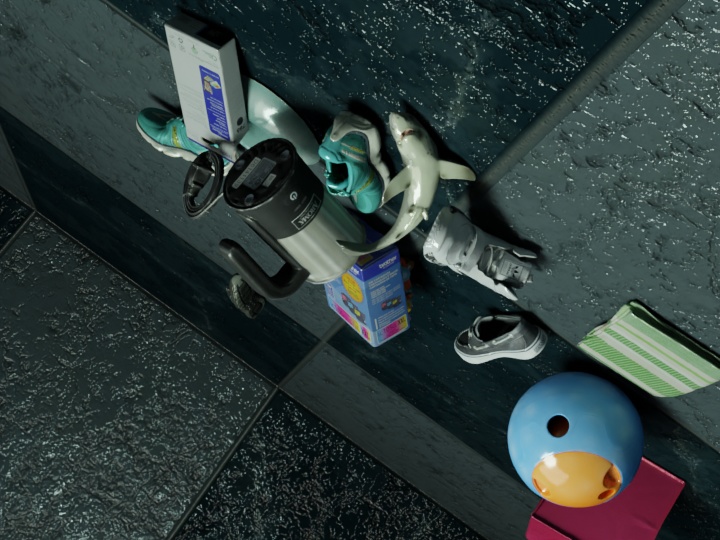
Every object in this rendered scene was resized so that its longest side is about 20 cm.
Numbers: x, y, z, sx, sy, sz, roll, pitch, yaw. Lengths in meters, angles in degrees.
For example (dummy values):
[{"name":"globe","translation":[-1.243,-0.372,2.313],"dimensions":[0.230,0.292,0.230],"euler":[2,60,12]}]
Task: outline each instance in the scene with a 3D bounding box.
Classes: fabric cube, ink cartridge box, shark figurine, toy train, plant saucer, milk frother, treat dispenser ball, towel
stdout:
[{"name":"fabric cube","translation":[0.425,0.426,1.788],"dimensions":[0.196,0.200,0.199],"euler":[31,162,18]},{"name":"ink cartridge box","translation":[-0.207,-0.246,1.389],"dimensions":[0.099,0.039,0.200],"euler":[29,145,24]},{"name":"shark figurine","translation":[0.055,-0.100,1.264],"dimensions":[0.128,0.215,0.090],"euler":[12,-147,-19]},{"name":"toy train","translation":[0.040,0.005,1.666],"dimensions":[0.200,0.056,0.151],"euler":[26,140,55]},{"name":"plant saucer","translation":[-0.149,-0.208,1.470],"dimensions":[0.201,0.039,0.201],"euler":[33,163,12]},{"name":"milk frother","translation":[-0.128,-0.082,1.414],"dimensions":[0.188,0.180,0.200],"euler":[48,-177,-43]},{"name":"treat dispenser ball","translation":[0.321,0.253,1.518],"dimensions":[0.201,0.201,0.201],"euler":[32,163,11]},{"name":"towel","translation":[0.380,0.110,1.332],"dimensions":[0.152,0.023,0.200],"euler":[34,162,4]},{"name":"ink cartridge box","translation":[0.000,0.000,1.574],"dimensions":[0.136,0.076,0.200],"euler":[39,149,41]}]

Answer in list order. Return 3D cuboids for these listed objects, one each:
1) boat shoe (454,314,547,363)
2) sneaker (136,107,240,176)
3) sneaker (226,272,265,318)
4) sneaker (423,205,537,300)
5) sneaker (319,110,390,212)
[{"name":"boat shoe","translation":[0.200,0.099,1.564],"dimensions":[0.068,0.072,0.200],"euler":[40,160,-21]},{"name":"sneaker","translation":[-0.278,-0.227,1.650],"dimensions":[0.200,0.078,0.080],"euler":[24,141,19]},{"name":"sneaker","translation":[-0.285,0.053,2.380],"dimensions":[0.079,0.075,0.200],"euler":[33,163,18]},{"name":"sneaker","translation":[0.156,-0.021,1.280],"dimensions":[0.115,0.075,0.200],"euler":[24,180,21]},{"name":"sneaker","translation":[-0.016,-0.130,1.324],"dimensions":[0.077,0.080,0.200],"euler":[29,163,23]}]
